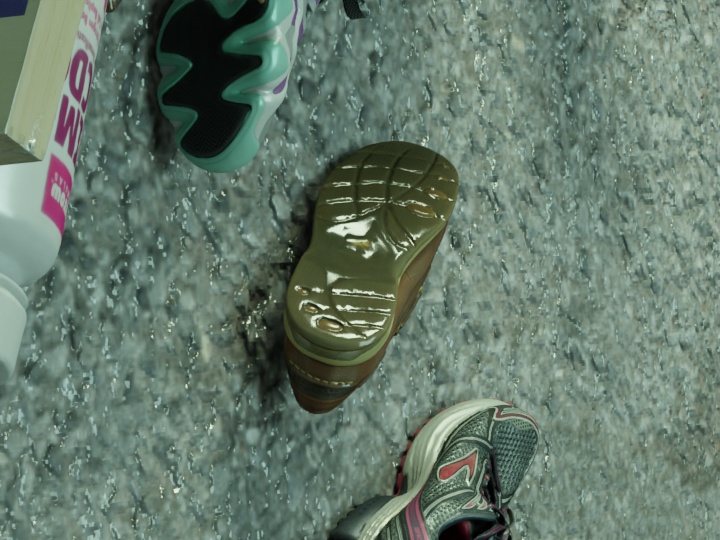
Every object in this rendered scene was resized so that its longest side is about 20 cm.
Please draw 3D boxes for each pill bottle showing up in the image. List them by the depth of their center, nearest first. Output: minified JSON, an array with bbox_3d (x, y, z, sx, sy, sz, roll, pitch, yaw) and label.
[{"bbox_3d":[-0.176,-0.058,1.158,0.113,0.113,0.201,34,59,-52],"label":"pill bottle"}]

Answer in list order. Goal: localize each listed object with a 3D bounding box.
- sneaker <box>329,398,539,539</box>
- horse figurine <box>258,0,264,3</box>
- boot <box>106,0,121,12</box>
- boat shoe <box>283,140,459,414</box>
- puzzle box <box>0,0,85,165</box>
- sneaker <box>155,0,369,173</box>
[{"bbox_3d":[0.057,0.141,1.546,0.200,0.074,0.081,-47,125,-50],"label":"sneaker"},{"bbox_3d":[-0.027,-0.221,1.246,0.133,0.200,0.050,53,5,-4],"label":"horse figurine"},{"bbox_3d":[-0.110,-0.229,1.282,0.186,0.064,0.201,-17,100,-21],"label":"boot"},{"bbox_3d":[0.000,0.000,1.488,0.200,0.072,0.068,-64,171,-50],"label":"boat shoe"},{"bbox_3d":[-0.191,-0.097,1.057,0.025,0.199,0.134,41,55,-49],"label":"puzzle box"},{"bbox_3d":[-0.038,-0.140,1.421,0.140,0.077,0.201,20,74,-58],"label":"sneaker"}]
